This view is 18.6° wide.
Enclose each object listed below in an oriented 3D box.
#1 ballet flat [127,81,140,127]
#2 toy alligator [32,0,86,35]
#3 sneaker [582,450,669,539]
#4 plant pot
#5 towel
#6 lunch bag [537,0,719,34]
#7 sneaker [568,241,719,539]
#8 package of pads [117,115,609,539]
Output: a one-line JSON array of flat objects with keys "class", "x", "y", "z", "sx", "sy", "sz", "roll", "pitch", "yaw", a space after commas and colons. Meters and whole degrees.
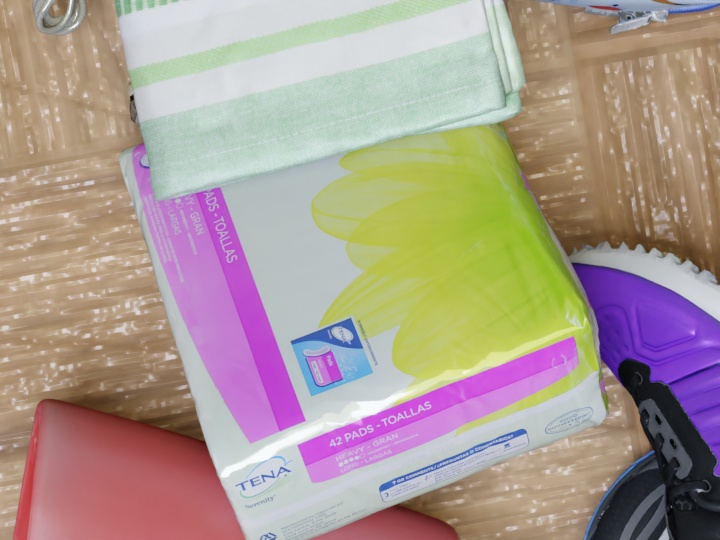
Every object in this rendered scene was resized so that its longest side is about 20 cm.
[{"class": "ballet flat", "x": -0.044, "y": -0.147, "z": 0.903, "sx": 0.046, "sy": 0.067, "sz": 0.201, "roll": 31, "pitch": 100, "yaw": -19}, {"class": "toy alligator", "x": -0.080, "y": -0.187, "z": 0.920, "sx": 0.200, "sy": 0.059, "sz": 0.054, "roll": -48, "pitch": 51, "yaw": 3}, {"class": "sneaker", "x": 0.187, "y": 0.100, "z": 0.921, "sx": 0.198, "sy": 0.083, "sz": 0.071, "roll": -13, "pitch": 97, "yaw": 1}, {"class": "plant pot", "x": -0.056, "y": 0.160, "z": 0.878, "sx": 0.176, "sy": 0.200, "sz": 0.202, "roll": 8, "pitch": 93, "yaw": -10}, {"class": "towel", "x": -0.028, "y": -0.142, "z": 0.860, "sx": 0.151, "sy": 0.023, "sz": 0.202, "roll": -13, "pitch": 86, "yaw": 8}, {"class": "lunch bag", "x": 0.106, "y": -0.200, "z": 0.909, "sx": 0.159, "sy": 0.076, "sz": 0.202, "roll": 4, "pitch": 92, "yaw": -3}, {"class": "sneaker", "x": 0.141, "y": 0.064, "z": 0.882, "sx": 0.199, "sy": 0.070, "sz": 0.100, "roll": 28, "pitch": 80, "yaw": 32}, {"class": "package of pads", "x": 0.000, "y": 0.000, "z": 0.861, "sx": 0.153, "sy": 0.201, "sz": 0.068, "roll": -22, "pitch": 134, "yaw": -2}]
